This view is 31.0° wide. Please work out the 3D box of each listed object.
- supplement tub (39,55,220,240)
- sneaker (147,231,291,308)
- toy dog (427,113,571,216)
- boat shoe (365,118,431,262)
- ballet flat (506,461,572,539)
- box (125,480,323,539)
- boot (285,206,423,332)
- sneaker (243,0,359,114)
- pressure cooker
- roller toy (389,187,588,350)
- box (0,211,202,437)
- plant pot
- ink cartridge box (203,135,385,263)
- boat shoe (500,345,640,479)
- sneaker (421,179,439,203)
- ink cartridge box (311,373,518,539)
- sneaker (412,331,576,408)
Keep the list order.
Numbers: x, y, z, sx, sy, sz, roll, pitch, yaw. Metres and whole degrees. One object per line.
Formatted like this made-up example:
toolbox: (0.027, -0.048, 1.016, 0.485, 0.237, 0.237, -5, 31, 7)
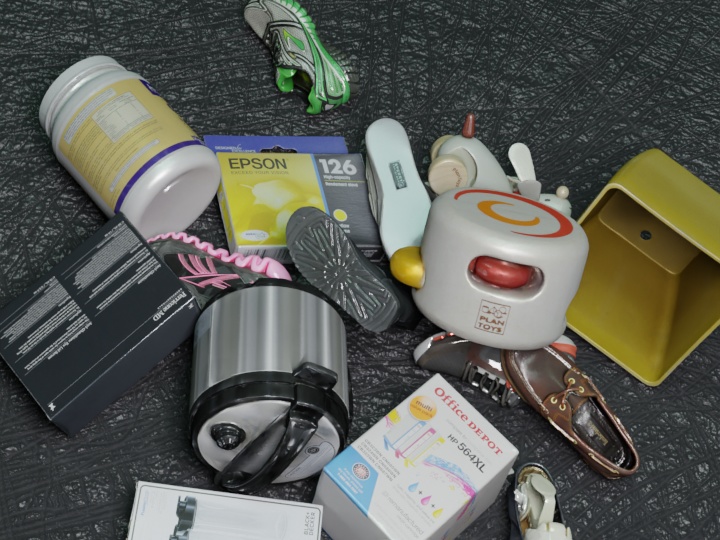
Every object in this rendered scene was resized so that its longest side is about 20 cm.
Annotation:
supplement tub: (-0.277, -0.145, 1.551, 0.145, 0.146, 0.200, -33, 68, -27)
sneaker: (-0.180, 0.021, 1.486, 0.197, 0.079, 0.096, 12, 57, 17)
toy dog: (0.174, -0.128, 1.600, 0.198, 0.097, 0.132, 11, 29, -28)
boat shoe: (0.043, -0.082, 1.581, 0.071, 0.066, 0.202, -15, 73, -8)
ballet flat: (0.190, 0.275, 1.361, 0.072, 0.074, 0.201, 7, 32, -6)
box: (-0.143, 0.293, 1.336, 0.197, 0.060, 0.118, 8, 56, -6)
boot: (0.000, 0.001, 1.476, 0.066, 0.200, 0.165, -40, 81, 12)
sneaker: (-0.091, -0.291, 1.723, 0.085, 0.078, 0.200, -33, 68, -27)
pressure cooker: (-0.098, 0.134, 1.374, 0.176, 0.177, 0.202, -7, 48, 5)
roller toy: (0.150, 0.002, 1.442, 0.198, 0.142, 0.182, -6, 28, -40)
box: (-0.289, 0.059, 1.422, 0.199, 0.079, 0.141, -40, 67, -10)
plant pot: (0.345, -0.025, 1.552, 0.199, 0.201, 0.177, 35, 41, 0)
ink cartridge box: (-0.081, -0.100, 1.602, 0.195, 0.047, 0.202, -2, 58, -23)
boat shoe: (0.239, 0.150, 1.455, 0.200, 0.070, 0.070, 45, 83, -2)
sneaker: (0.151, -0.041, 1.615, 0.115, 0.076, 0.201, -27, 73, -35)
ink cartridge box: (0.064, 0.220, 1.382, 0.199, 0.126, 0.128, -37, 69, -28)
sneaker: (0.160, 0.115, 1.503, 0.197, 0.077, 0.083, 2, 64, -7)
